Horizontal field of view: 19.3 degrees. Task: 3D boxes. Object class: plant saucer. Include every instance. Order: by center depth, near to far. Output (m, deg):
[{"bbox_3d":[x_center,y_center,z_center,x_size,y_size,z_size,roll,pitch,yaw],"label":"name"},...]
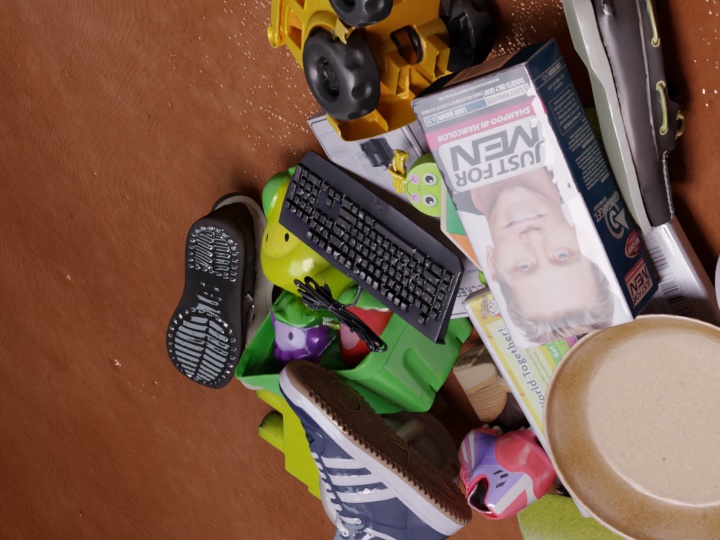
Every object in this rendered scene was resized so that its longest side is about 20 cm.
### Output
[{"bbox_3d":[0.234,0.115,1.554,0.200,0.035,0.201,10,118,19],"label":"plant saucer"},{"bbox_3d":[0.237,0.271,1.781,0.199,0.048,0.200,4,142,48],"label":"plant saucer"}]

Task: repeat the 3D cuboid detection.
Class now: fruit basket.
[{"bbox_3d":[-0.029,0.021,1.813,0.215,0.156,0.216,24,154,13],"label":"fruit basket"}]

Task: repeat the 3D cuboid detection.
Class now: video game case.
[{"bbox_3d":[0.199,0.074,1.584,0.182,0.023,0.200,-23,104,30],"label":"video game case"}]

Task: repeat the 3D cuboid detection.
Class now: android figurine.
[{"bbox_3d":[-0.017,0.175,2.038,0.200,0.041,0.182,30,143,28],"label":"android figurine"}]

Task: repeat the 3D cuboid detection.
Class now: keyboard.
[{"bbox_3d":[0.000,0.000,1.685,0.200,0.021,0.127,37,125,38],"label":"keyboard"}]

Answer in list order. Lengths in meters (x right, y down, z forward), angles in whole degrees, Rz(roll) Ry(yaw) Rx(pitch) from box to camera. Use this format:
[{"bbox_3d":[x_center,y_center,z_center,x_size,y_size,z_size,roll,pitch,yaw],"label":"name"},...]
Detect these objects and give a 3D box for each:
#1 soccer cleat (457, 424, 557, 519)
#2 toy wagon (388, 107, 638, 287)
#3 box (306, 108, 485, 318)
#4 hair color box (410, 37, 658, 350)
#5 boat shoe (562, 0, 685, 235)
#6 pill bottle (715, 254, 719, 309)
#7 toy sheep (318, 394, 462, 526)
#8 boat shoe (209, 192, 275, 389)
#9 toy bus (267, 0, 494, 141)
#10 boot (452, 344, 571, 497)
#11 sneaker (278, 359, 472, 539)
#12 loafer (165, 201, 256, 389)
[{"bbox_3d":[0.107,0.170,1.730,0.067,0.076,0.200,46,166,-3],"label":"soccer cleat"},{"bbox_3d":[0.115,-0.053,1.582,0.199,0.040,0.156,8,125,13],"label":"toy wagon"},{"bbox_3d":[0.057,-0.060,1.689,0.117,0.060,0.200,-9,117,53],"label":"box"},{"bbox_3d":[0.124,-0.052,1.504,0.100,0.061,0.200,-17,105,32],"label":"hair color box"},{"bbox_3d":[0.193,-0.116,1.461,0.072,0.060,0.202,-110,0,-60],"label":"boat shoe"},{"bbox_3d":[0.331,0.005,1.381,0.200,0.112,0.112,-4,121,51],"label":"pill bottle"},{"bbox_3d":[0.030,0.177,1.879,0.137,0.200,0.138,2,96,17],"label":"toy sheep"},{"bbox_3d":[-0.113,0.013,1.963,0.068,0.072,0.200,-125,24,-55],"label":"boat shoe"},{"bbox_3d":[-0.001,-0.228,1.541,0.192,0.135,0.200,49,149,30],"label":"toy bus"},{"bbox_3d":[0.172,0.124,1.731,0.166,0.072,0.200,47,161,-13],"label":"boot"},{"bbox_3d":[-0.015,0.170,1.738,0.200,0.070,0.108,42,115,-11],"label":"sneaker"},{"bbox_3d":[-0.120,0.022,1.886,0.073,0.071,0.200,26,132,12],"label":"loafer"}]
